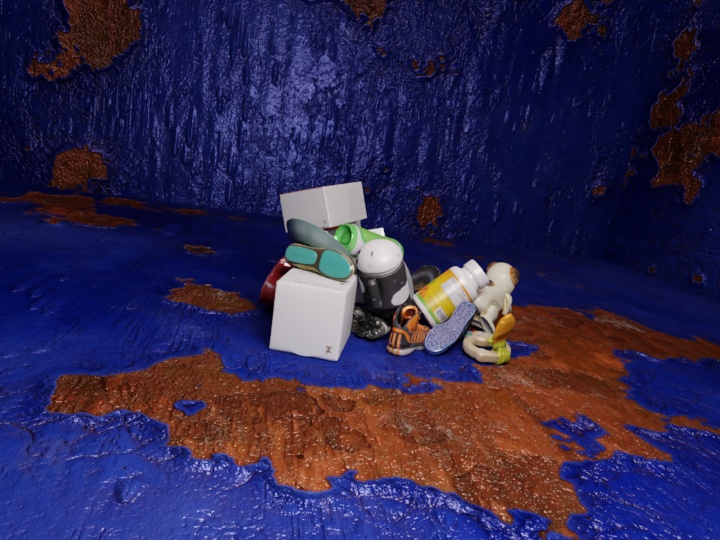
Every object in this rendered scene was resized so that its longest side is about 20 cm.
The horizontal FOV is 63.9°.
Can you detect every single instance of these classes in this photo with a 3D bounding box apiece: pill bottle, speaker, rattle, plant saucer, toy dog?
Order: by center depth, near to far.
[{"bbox_3d":[-0.116,-0.057,1.488,0.200,0.039,0.201,28,-20,11],"label":"plant saucer"},{"bbox_3d":[0.321,0.153,1.522,0.129,0.144,0.200,-12,20,-1],"label":"rattle"},{"bbox_3d":[0.024,-0.064,1.541,0.199,0.089,0.088,16,4,-43],"label":"speaker"},{"bbox_3d":[0.251,0.060,1.597,0.199,0.111,0.111,-36,16,1],"label":"pill bottle"},{"bbox_3d":[0.387,0.060,1.735,0.200,0.195,0.139,-42,28,-23],"label":"toy dog"}]

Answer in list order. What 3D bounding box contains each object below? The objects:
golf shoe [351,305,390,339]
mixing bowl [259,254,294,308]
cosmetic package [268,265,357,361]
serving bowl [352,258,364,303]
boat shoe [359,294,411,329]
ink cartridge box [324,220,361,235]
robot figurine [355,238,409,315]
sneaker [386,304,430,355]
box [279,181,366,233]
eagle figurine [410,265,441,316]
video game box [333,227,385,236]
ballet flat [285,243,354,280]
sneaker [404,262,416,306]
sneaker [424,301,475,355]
[{"bbox_3d":[-0.008,0.133,1.545,0.199,0.078,0.094,26,9,36],"label":"golf shoe"},{"bbox_3d":[-0.173,0.044,1.600,0.108,0.201,0.200,36,19,12],"label":"mixing bowl"},{"bbox_3d":[-0.107,0.096,1.389,0.166,0.168,0.200,10,13,5],"label":"cosmetic package"},{"bbox_3d":[0.000,0.000,1.617,0.198,0.066,0.201,11,39,-9],"label":"serving bowl"},{"bbox_3d":[0.058,0.133,1.599,0.199,0.094,0.075,-17,3,30],"label":"boat shoe"},{"bbox_3d":[-0.089,-0.112,1.683,0.159,0.051,0.200,-9,10,10],"label":"ink cartridge box"},{"bbox_3d":[0.055,0.019,1.462,0.124,0.201,0.150,-22,32,-15],"label":"robot figurine"},{"bbox_3d":[0.139,0.143,1.477,0.077,0.113,0.200,15,14,25],"label":"sneaker"},{"bbox_3d":[-0.099,-0.175,1.590,0.151,0.107,0.200,-4,9,30],"label":"box"},{"bbox_3d":[0.149,0.076,1.744,0.198,0.152,0.152,-5,53,7],"label":"eagle figurine"},{"bbox_3d":[-0.020,-0.076,1.741,0.198,0.047,0.182,-8,-7,6],"label":"video game box"},{"bbox_3d":[-0.091,-0.022,1.404,0.198,0.071,0.071,15,14,26],"label":"ballet flat"},{"bbox_3d":[0.113,0.064,1.655,0.070,0.202,0.073,-16,-23,19],"label":"sneaker"},{"bbox_3d":[0.235,0.166,1.512,0.070,0.078,0.200,34,53,27],"label":"sneaker"}]
